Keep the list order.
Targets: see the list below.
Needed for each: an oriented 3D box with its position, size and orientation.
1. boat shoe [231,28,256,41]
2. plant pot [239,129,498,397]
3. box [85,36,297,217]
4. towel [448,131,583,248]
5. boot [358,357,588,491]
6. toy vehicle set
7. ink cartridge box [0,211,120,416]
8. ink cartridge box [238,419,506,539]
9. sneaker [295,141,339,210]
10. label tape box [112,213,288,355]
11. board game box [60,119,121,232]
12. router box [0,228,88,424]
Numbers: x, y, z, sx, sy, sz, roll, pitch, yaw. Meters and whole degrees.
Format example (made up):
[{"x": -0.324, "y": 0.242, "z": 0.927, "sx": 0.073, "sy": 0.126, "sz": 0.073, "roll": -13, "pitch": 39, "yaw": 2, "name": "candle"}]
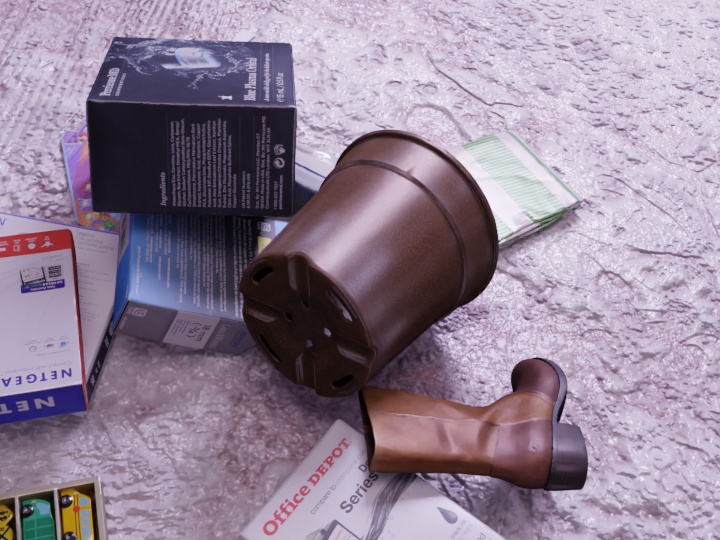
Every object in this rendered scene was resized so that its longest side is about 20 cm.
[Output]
[{"x": -0.149, "y": -0.206, "z": 1.210, "sx": 0.064, "sy": 0.074, "sz": 0.203, "roll": 21, "pitch": 56, "yaw": -7, "name": "boat shoe"}, {"x": 0.000, "y": 0.000, "z": 0.952, "sx": 0.198, "sy": 0.203, "sz": 0.198, "roll": 31, "pitch": 45, "yaw": 18, "name": "plant pot"}, {"x": -0.164, "y": -0.150, "z": 1.023, "sx": 0.195, "sy": 0.120, "sz": 0.198, "roll": 0, "pitch": 30, "yaw": -6, "name": "box"}, {"x": 0.139, "y": -0.084, "z": 1.166, "sx": 0.198, "sy": 0.024, "sz": 0.153, "roll": -26, "pitch": 59, "yaw": -21, "name": "towel"}, {"x": 0.094, "y": 0.134, "z": 0.933, "sx": 0.195, "sy": 0.070, "sz": 0.190, "roll": 6, "pitch": 33, "yaw": -4, "name": "boot"}, {"x": -0.270, "y": 0.279, "z": 0.844, "sx": 0.122, "sy": 0.027, "sz": 0.203, "roll": -9, "pitch": 54, "yaw": -12, "name": "toy vehicle set"}, {"x": -0.341, "y": 0.036, "z": 1.014, "sx": 0.194, "sy": 0.044, "sz": 0.203, "roll": 10, "pitch": 53, "yaw": 2, "name": "ink cartridge box"}, {"x": 0.012, "y": 0.248, "z": 0.858, "sx": 0.198, "sy": 0.085, "sz": 0.146, "roll": 32, "pitch": 56, "yaw": 19, "name": "ink cartridge box"}, {"x": -0.035, "y": -0.095, "z": 1.124, "sx": 0.198, "sy": 0.074, "sz": 0.071, "roll": 35, "pitch": 60, "yaw": 20, "name": "sneaker"}, {"x": -0.148, "y": 0.007, "z": 1.031, "sx": 0.196, "sy": 0.064, "sz": 0.146, "roll": 13, "pitch": 49, "yaw": -23, "name": "label tape box"}, {"x": -0.259, "y": -0.131, "z": 1.151, "sx": 0.155, "sy": 0.039, "sz": 0.202, "roll": -12, "pitch": 55, "yaw": -14, "name": "board game box"}, {"x": -0.360, "y": 0.056, "z": 0.937, "sx": 0.196, "sy": 0.049, "sz": 0.182, "roll": -8, "pitch": 54, "yaw": -14, "name": "router box"}]
